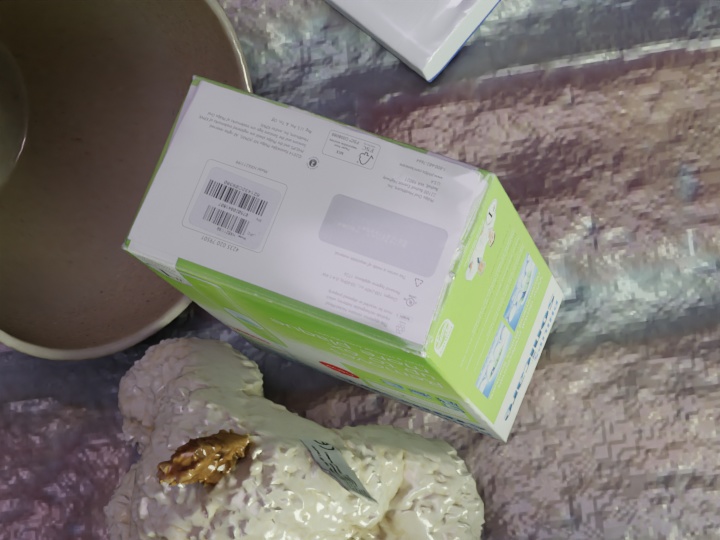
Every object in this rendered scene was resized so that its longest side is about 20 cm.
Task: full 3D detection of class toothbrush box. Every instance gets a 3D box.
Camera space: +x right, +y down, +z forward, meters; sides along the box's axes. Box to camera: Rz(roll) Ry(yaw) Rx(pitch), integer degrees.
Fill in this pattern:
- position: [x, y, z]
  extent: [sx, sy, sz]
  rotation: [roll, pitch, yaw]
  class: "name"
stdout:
- position: [0.000, 0.000, 0.926]
  extent: [0.145, 0.200, 0.087]
  rotation: [20, 82, 17]
  class: "toothbrush box"

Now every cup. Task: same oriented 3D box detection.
- position: [-0.172, -0.069, 1.009]
  extent: [0.143, 0.200, 0.201]
  rotation: [15, 79, 45]
  class: "cup"

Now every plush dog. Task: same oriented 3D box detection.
- position: [-0.064, 0.145, 0.947]
  extent: [0.199, 0.160, 0.173]
  rotation: [22, 105, 18]
  class: "plush dog"

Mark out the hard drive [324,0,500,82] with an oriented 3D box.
- position: [0.004, -0.209, 1.071]
  extent: [0.200, 0.025, 0.132]
  rotation: [40, 88, 20]
  class: "hard drive"
